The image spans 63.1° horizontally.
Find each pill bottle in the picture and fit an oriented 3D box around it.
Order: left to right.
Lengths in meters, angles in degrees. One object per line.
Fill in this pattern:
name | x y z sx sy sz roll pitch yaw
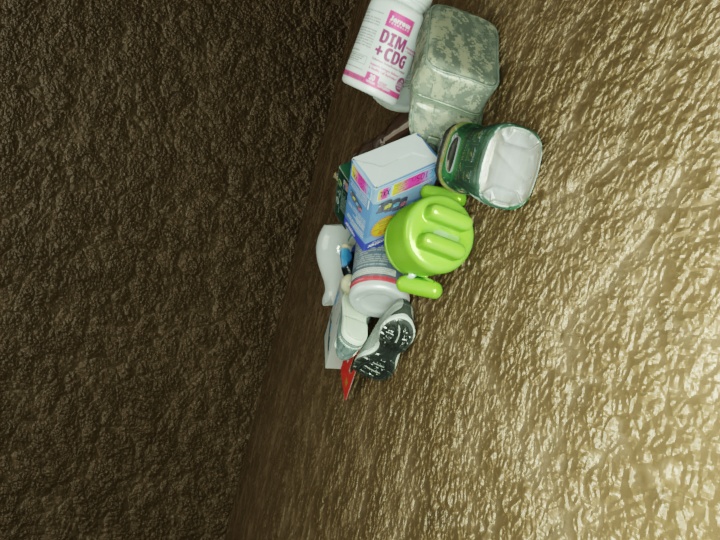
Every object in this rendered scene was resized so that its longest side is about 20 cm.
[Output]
pill bottle | 0.044 -0.025 1.136 0.120 0.117 0.205 126 155 -56
pill bottle | 0.052 -0.416 1.053 0.114 0.111 0.204 -114 44 -69

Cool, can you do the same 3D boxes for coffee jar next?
coffee jar | 0.170 -0.152 0.818 0.200 0.083 0.107 -125 48 -72

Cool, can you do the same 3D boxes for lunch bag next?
lunch bag | 0.144 -0.317 0.990 0.169 0.136 0.204 118 164 -51

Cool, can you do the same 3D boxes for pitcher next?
pitcher | -0.055 -0.020 1.560 0.172 0.117 0.206 -64 -26 -81

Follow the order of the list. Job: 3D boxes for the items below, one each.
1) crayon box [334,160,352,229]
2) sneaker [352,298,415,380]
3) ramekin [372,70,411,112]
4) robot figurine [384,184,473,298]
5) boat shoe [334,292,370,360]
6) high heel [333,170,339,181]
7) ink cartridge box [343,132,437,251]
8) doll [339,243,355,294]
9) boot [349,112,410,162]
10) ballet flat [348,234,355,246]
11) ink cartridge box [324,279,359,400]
crayon box | 0.049 -0.166 1.075 0.051 0.196 0.128 55 156 25
sneaker | 0.048 0.133 1.083 0.202 0.073 0.080 -57 10 40
ramekin | 0.095 -0.420 1.199 0.201 0.195 0.108 124 149 -53
robot figurine | 0.103 -0.051 0.923 0.200 0.113 0.180 164 120 -75
boat shoe | -0.017 0.103 1.153 0.063 0.071 0.201 -62 8 24
high heel | 0.046 -0.231 1.220 0.071 0.195 0.147 23 -101 -77
ink cartridge box | 0.048 -0.121 1.005 0.077 0.134 0.202 56 157 23
doll | 0.000 0.000 1.237 0.048 0.138 0.200 -31 10 20
boot | 0.064 -0.273 1.286 0.198 0.064 0.189 -31 36 29
ballet flat | 0.023 -0.096 1.357 0.201 0.068 0.071 123 158 -55
ink cartridge box | -0.039 0.155 1.294 0.179 0.043 0.203 -97 18 -45
